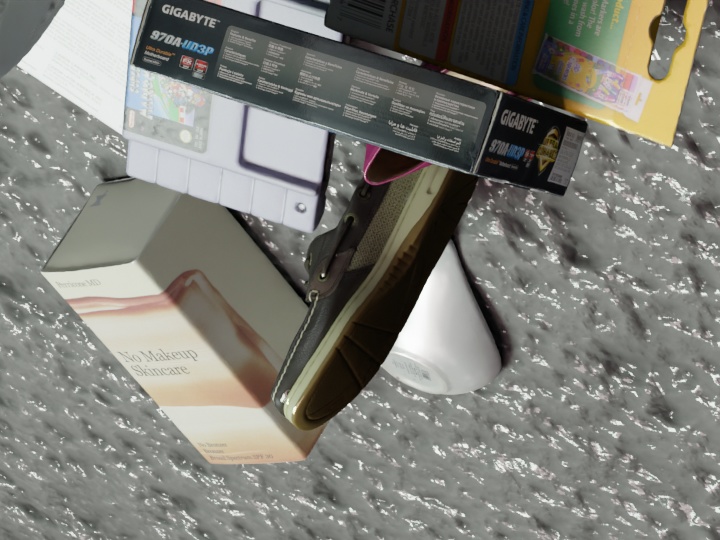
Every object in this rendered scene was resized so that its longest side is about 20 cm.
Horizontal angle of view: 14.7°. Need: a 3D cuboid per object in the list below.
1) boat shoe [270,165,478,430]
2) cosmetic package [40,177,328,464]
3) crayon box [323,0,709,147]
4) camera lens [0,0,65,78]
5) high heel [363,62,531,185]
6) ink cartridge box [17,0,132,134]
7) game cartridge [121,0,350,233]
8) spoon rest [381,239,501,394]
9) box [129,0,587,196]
[{"bbox_3d":[0.000,0.000,1.655,0.065,0.200,0.073,29,170,24],"label":"boat shoe"},{"bbox_3d":[-0.106,0.034,1.873,0.103,0.087,0.200,-6,133,45],"label":"cosmetic package"},{"bbox_3d":[0.089,-0.157,1.442,0.200,0.052,0.126,21,121,16],"label":"crayon box"},{"bbox_3d":[-0.274,-0.209,1.584,0.200,0.160,0.160,34,149,15],"label":"camera lens"},{"bbox_3d":[0.077,-0.104,1.524,0.067,0.096,0.200,39,147,-13],"label":"high heel"},{"bbox_3d":[-0.126,-0.172,1.664,0.163,0.057,0.200,34,127,-5],"label":"ink cartridge box"},{"bbox_3d":[-0.073,-0.120,1.631,0.130,0.038,0.200,14,131,7],"label":"game cartridge"},{"bbox_3d":[0.041,0.023,1.781,0.099,0.061,0.200,21,160,17],"label":"spoon rest"},{"bbox_3d":[0.002,-0.091,1.452,0.200,0.046,0.159,18,-177,21],"label":"box"}]
